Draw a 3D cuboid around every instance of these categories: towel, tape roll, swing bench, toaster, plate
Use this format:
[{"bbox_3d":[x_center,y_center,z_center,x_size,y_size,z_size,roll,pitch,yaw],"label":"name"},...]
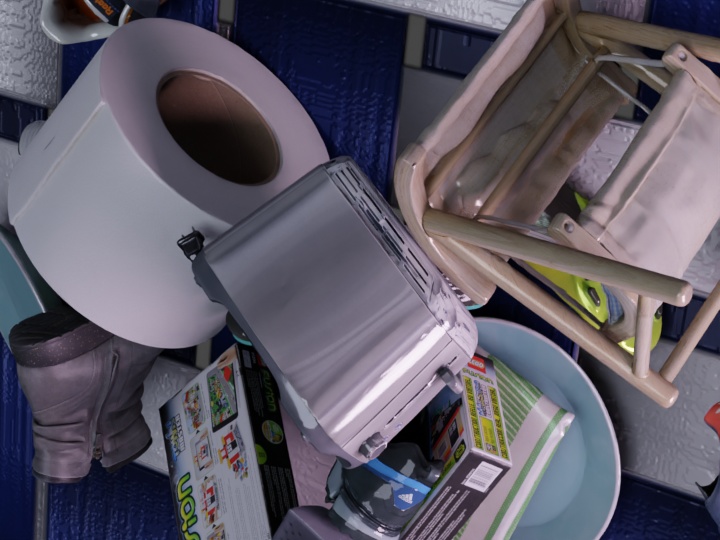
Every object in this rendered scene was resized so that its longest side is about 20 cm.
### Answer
[{"bbox_3d":[0.048,0.107,1.266,0.199,0.023,0.153,36,120,20],"label":"towel"},{"bbox_3d":[-0.138,-0.064,1.250,0.203,0.202,0.139,50,125,9],"label":"tape roll"},{"bbox_3d":[0.155,-0.063,1.049,0.199,0.199,0.130,29,154,22],"label":"swing bench"},{"bbox_3d":[-0.016,0.018,1.107,0.129,0.114,0.200,-38,67,2],"label":"toaster"},{"bbox_3d":[-0.273,0.036,1.420,0.200,0.025,0.201,49,155,33],"label":"plate"},{"bbox_3d":[0.104,0.128,1.264,0.199,0.026,0.202,10,109,30],"label":"plate"}]

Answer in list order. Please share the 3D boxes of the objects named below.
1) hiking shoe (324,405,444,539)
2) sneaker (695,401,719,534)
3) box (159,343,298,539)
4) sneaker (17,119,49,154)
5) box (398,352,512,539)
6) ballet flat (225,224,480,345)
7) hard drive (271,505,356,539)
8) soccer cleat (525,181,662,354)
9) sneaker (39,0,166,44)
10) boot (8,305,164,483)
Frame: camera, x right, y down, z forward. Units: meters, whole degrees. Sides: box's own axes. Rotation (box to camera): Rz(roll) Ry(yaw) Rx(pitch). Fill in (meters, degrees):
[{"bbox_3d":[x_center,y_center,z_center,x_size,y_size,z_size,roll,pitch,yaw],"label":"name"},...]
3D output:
[{"bbox_3d":[0.014,0.100,1.193,0.087,0.074,0.201,-46,38,23],"label":"hiking shoe"},{"bbox_3d":[0.271,0.177,1.154,0.084,0.075,0.202,12,113,45],"label":"sneaker"},{"bbox_3d":[-0.100,0.171,1.331,0.110,0.035,0.201,-39,50,36],"label":"box"},{"bbox_3d":[-0.200,-0.038,1.374,0.090,0.078,0.201,-21,97,25],"label":"sneaker"},{"bbox_3d":[0.035,0.161,1.212,0.035,0.110,0.201,22,122,-20],"label":"box"},{"bbox_3d":[0.000,0.000,1.210,0.068,0.198,0.069,-115,19,-50],"label":"ballet flat"},{"bbox_3d":[0.007,0.260,1.154,0.200,0.042,0.135,45,133,18],"label":"hard drive"},{"bbox_3d":[0.134,-0.021,1.188,0.200,0.065,0.084,51,154,4],"label":"soccer cleat"},{"bbox_3d":[-0.165,-0.231,1.280,0.078,0.080,0.200,46,128,-12],"label":"sneaker"},{"bbox_3d":[-0.179,0.079,1.343,0.070,0.199,0.133,29,133,54],"label":"boot"}]
